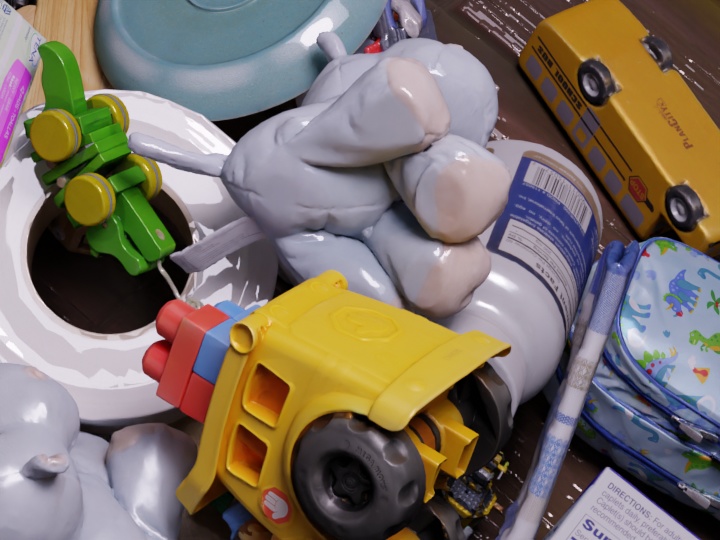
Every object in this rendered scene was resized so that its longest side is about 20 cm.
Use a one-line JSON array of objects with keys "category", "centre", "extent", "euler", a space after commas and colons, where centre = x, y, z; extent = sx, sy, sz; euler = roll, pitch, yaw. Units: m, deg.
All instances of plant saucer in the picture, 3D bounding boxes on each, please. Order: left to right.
[{"category": "plant saucer", "centre": [-0.078, -0.180, 1.696], "extent": [0.200, 0.027, 0.200], "euler": [-11, 51, 14]}]

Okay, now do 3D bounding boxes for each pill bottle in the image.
[{"category": "pill bottle", "centre": [0.076, 0.016, 1.644], "extent": [0.111, 0.111, 0.200], "euler": [28, 37, -2]}]

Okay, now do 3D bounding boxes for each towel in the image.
[{"category": "towel", "centre": [0.121, 0.080, 1.612], "extent": [0.024, 0.147, 0.200], "euler": [20, 100, 5]}]

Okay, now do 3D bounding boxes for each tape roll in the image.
[{"category": "tape roll", "centre": [-0.149, -0.005, 1.625], "extent": [0.202, 0.071, 0.203], "euler": [1, 79, -4]}]

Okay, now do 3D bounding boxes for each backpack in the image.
[{"category": "backpack", "centre": [0.215, 0.067, 1.739], "extent": [0.200, 0.154, 0.163], "euler": [23, 61, 10]}]

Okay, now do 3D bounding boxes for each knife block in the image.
[{"category": "knife block", "centre": [-0.171, -0.131, 1.754], "extent": [0.176, 0.064, 0.200], "euler": [-33, 75, -31]}]

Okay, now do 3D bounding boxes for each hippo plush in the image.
[{"category": "hippo plush", "centre": [-0.188, 0.144, 1.497], "extent": [0.161, 0.159, 0.200], "euler": [42, 31, -42]}, {"category": "hippo plush", "centre": [0.006, -0.053, 1.573], "extent": [0.159, 0.200, 0.161], "euler": [70, 23, -15]}]

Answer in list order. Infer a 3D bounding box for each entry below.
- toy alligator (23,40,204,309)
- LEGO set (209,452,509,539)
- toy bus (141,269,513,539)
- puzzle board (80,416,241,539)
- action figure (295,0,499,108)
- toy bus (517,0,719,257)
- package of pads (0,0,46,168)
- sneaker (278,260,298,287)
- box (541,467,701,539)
[{"category": "toy alligator", "centre": [-0.147, -0.036, 1.573], "extent": [0.059, 0.054, 0.200], "euler": [-28, 89, -55]}, {"category": "LEGO set", "centre": [0.007, 0.111, 1.621], "extent": [0.200, 0.116, 0.154], "euler": [44, 48, 1]}, {"category": "toy bus", "centre": [-0.036, 0.101, 1.484], "extent": [0.192, 0.200, 0.136], "euler": [27, 29, 19]}, {"category": "puzzle board", "centre": [-0.099, 0.132, 1.653], "extent": [0.151, 0.017, 0.200], "euler": [-7, 63, -22]}, {"category": "action figure", "centre": [0.017, -0.115, 1.775], "extent": [0.193, 0.105, 0.200], "euler": [-31, 116, -56]}, {"category": "toy bus", "centre": [0.193, -0.093, 1.851], "extent": [0.065, 0.078, 0.200], "euler": [-23, 70, -30]}, {"category": "package of pads", "centre": [-0.289, -0.068, 1.603], "extent": [0.068, 0.200, 0.155], "euler": [43, 47, -35]}, {"category": "sneaker", "centre": [0.000, 0.000, 1.725], "extent": [0.200, 0.082, 0.075], "euler": [40, 56, 7]}, {"category": "box", "centre": [0.150, 0.255, 1.613], "extent": [0.184, 0.105, 0.200], "euler": [39, 56, 6]}]
